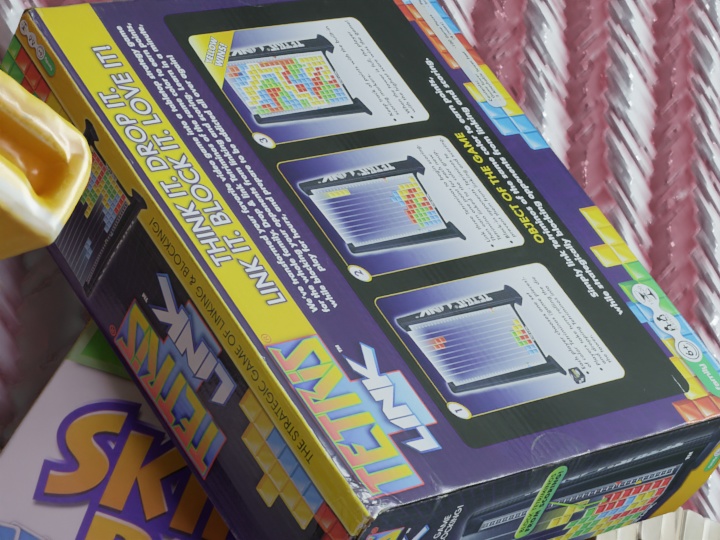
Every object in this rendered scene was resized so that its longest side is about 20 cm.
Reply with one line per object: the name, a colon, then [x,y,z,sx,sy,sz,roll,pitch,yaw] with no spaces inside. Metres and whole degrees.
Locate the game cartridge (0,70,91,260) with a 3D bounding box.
game cartridge: [-0.184,-0.049,0.619,0.176,0.199,0.033,39,60,-27]

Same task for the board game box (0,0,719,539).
board game box: [0.000,0.000,0.798,0.165,0.057,0.200,-11,55,-40]

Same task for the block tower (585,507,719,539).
block tower: [0.055,0.093,0.884,0.199,0.054,0.058,26,65,-33]

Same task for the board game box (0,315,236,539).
board game box: [-0.076,0.095,0.758,0.095,0.030,0.201,32,59,1]
